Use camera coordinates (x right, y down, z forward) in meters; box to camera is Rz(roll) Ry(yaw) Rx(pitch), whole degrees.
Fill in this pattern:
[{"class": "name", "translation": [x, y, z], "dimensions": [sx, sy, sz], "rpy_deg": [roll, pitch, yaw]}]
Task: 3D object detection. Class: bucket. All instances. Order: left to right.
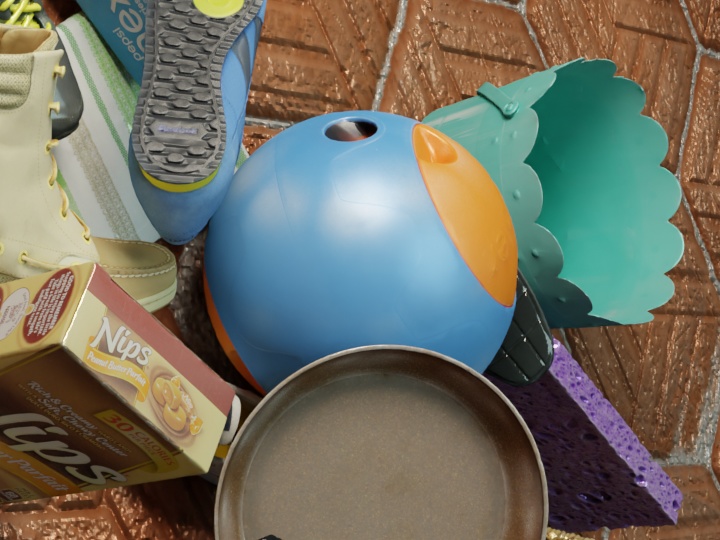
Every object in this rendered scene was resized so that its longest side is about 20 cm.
[{"class": "bucket", "translation": [0.134, -0.050, 1.575], "dimensions": [0.207, 0.135, 0.208], "rpy_deg": [15, 70, -50]}]

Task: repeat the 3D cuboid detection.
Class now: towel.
[{"class": "towel", "translation": [-0.157, -0.084, 1.305], "dimensions": [0.200, 0.031, 0.150], "rpy_deg": [-38, 109, -47]}]

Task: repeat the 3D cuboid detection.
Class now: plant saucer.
[{"class": "plant saucer", "translation": [0.011, 0.142, 1.251], "dimensions": [0.200, 0.032, 0.201], "rpy_deg": [-1, 95, -10]}]

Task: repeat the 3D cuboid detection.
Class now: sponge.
[{"class": "sponge", "translation": [0.144, 0.124, 1.566], "dimensions": [0.200, 0.111, 0.030], "rpy_deg": [49, 49, -33]}]

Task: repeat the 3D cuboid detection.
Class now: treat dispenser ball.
[{"class": "treat dispenser ball", "translation": [0.000, 0.000, 1.338], "dimensions": [0.201, 0.200, 0.202], "rpy_deg": [17, 69, -49]}]

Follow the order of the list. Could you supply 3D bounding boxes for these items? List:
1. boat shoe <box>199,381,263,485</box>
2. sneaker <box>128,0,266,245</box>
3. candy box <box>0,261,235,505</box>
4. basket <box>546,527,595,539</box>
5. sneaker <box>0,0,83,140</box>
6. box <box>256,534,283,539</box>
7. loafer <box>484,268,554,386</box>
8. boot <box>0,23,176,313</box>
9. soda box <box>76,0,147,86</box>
[{"class": "boat shoe", "translation": [-0.105, 0.086, 1.289], "dimensions": [0.200, 0.070, 0.071], "rpy_deg": [32, 58, -44]}, {"class": "sneaker", "translation": [-0.094, -0.107, 1.225], "dimensions": [0.079, 0.066, 0.201], "rpy_deg": [95, 3, -58]}, {"class": "candy box", "translation": [-0.178, 0.065, 1.094], "dimensions": [0.115, 0.200, 0.055], "rpy_deg": [45, 48, -35]}, {"class": "basket", "translation": [0.139, 0.283, 1.494], "dimensions": [0.149, 0.142, 0.200], "rpy_deg": [52, 45, -31]}, {"class": "sneaker", "translation": [-0.213, -0.161, 1.183], "dimensions": [0.200, 0.085, 0.074], "rpy_deg": [56, 44, -13]}, {"class": "box", "translation": [-0.104, 0.218, 1.132], "dimensions": [0.200, 0.141, 0.079], "rpy_deg": [-20, 99, -19]}, {"class": "loafer", "translation": [0.066, 0.002, 1.463], "dimensions": [0.200, 0.073, 0.072], "rpy_deg": [51, 4, 21]}, {"class": "boot", "translation": [-0.176, -0.054, 1.170], "dimensions": [0.200, 0.073, 0.156], "rpy_deg": [4, 105, -36]}, {"class": "soda box", "translation": [-0.156, -0.216, 1.275], "dimensions": [0.200, 0.068, 0.064], "rpy_deg": [53, 44, -16]}]
